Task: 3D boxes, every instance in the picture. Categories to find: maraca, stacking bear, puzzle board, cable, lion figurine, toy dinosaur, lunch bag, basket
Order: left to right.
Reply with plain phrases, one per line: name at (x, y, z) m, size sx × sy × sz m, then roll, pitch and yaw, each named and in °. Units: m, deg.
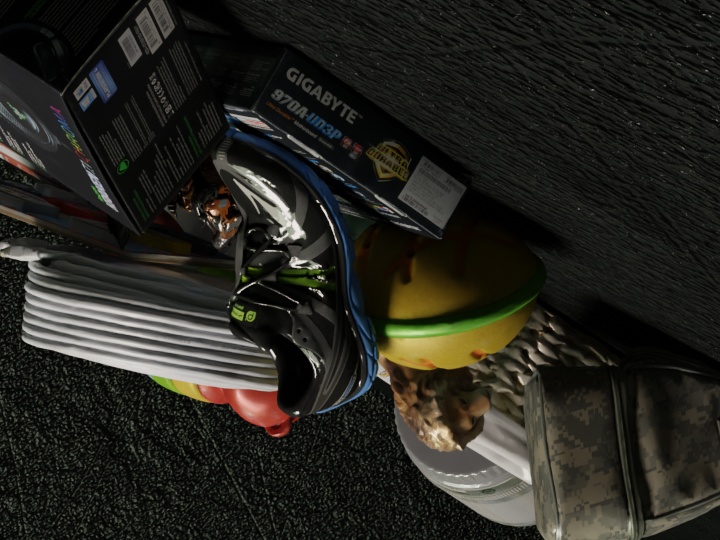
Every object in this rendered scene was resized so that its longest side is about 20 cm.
puzzle board at (-0.206, -0.040, 1.481) m, size 0.199 × 0.018 × 0.150 m, roll 19°, pitch -174°, yaw 27°
toy dinosaur at (-0.137, -0.094, 1.391) m, size 0.201 × 0.135 × 0.102 m, roll 62°, pitch 171°, yaw -16°
cable at (-0.136, 0.035, 1.383) m, size 0.199 × 0.070 × 0.199 m, roll 15°, pitch -178°, yaw 43°
stacking bear at (-0.113, 0.053, 1.544) m, size 0.200 × 0.122 × 0.114 m, roll 31°, pitch 172°, yaw 35°
lion figurine at (0.028, 0.048, 1.548) m, size 0.200 × 0.073 × 0.122 m, roll 43°, pitch -143°, yaw 2°
maraca at (0.036, 0.007, 1.343) m, size 0.199 × 0.137 × 0.108 m, roll 13°, pitch 119°, yaw 48°
basket at (0.153, 0.110, 1.662) m, size 0.200 × 0.124 × 0.135 m, roll 32°, pitch 173°, yaw -28°
lunch bag at (0.211, 0.132, 1.484) m, size 0.167 × 0.140 × 0.200 m, roll -5°, pitch 171°, yaw 1°

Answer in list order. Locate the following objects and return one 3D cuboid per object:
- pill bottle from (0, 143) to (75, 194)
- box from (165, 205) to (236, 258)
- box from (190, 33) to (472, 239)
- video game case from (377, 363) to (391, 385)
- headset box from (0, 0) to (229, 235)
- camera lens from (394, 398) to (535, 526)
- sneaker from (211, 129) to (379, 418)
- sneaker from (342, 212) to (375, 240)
pill bottle at (-0.276, -0.148, 1.597) m, size 0.199 × 0.113 × 0.112 m, roll 29°, pitch 174°, yaw 4°
box at (-0.111, -0.050, 1.701) m, size 0.124 × 0.098 × 0.200 m, roll 35°, pitch 172°, yaw -40°
box at (-0.042, -0.089, 1.282) m, size 0.159 × 0.046 × 0.200 m, roll 33°, pitch 173°, yaw -29°
video game case at (-0.015, 0.003, 1.594) m, size 0.018 × 0.144 × 0.200 m, roll -27°, pitch 138°, yaw 29°
headset box at (-0.194, -0.139, 1.163) m, size 0.199 × 0.093 × 0.174 m, roll 33°, pitch 164°, yaw 21°
camera lens at (0.134, 0.151, 1.910) m, size 0.159 × 0.161 × 0.200 m, roll 26°, pitch 174°, yaw 29°
sneaker at (-0.048, 0.005, 1.246) m, size 0.071 × 0.083 × 0.201 m, roll 16°, pitch 131°, yaw 51°
sneaker at (0.000, 0.000, 1.489) m, size 0.200 × 0.119 × 0.074 m, roll 32°, pitch 172°, yaw -36°
